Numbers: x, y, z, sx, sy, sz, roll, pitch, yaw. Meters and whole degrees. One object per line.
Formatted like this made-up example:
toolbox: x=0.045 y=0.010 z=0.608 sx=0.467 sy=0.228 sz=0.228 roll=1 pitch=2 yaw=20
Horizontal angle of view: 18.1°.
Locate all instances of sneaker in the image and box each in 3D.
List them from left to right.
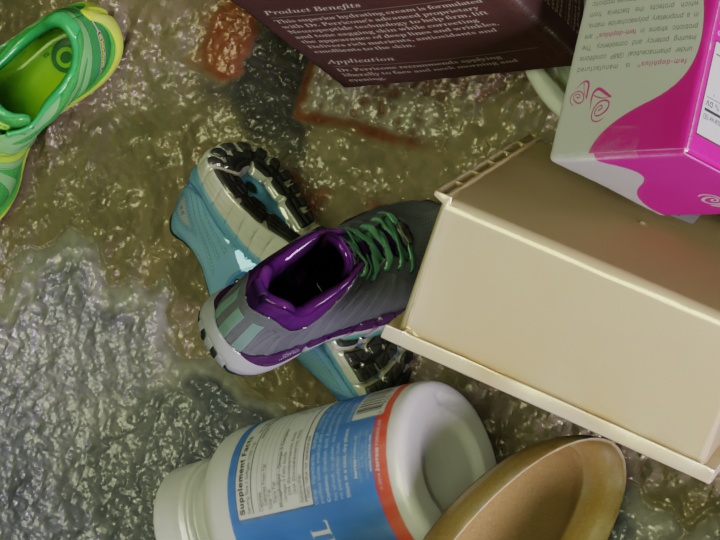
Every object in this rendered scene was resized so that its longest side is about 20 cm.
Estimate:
sneaker: x=-0.240 y=-0.099 z=1.481 sx=0.074 sy=0.084 sz=0.200 roll=41 pitch=100 yaw=13
sneaker: x=-0.046 y=0.016 z=1.439 sx=0.200 sy=0.078 sz=0.090 roll=53 pitch=128 yaw=6
sneaker: x=0.000 y=0.000 z=1.351 sx=0.074 sy=0.200 sz=0.088 roll=55 pitch=143 yaw=8

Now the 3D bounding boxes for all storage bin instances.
storage bin: x=0.149 y=0.011 z=1.309 sx=0.200 sy=0.199 sz=0.094 roll=23 pitch=112 yaw=16

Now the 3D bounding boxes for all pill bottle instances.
pill bottle: x=-0.025 y=0.141 z=1.386 sx=0.200 sy=0.112 sz=0.112 roll=-17 pitch=84 yaw=33

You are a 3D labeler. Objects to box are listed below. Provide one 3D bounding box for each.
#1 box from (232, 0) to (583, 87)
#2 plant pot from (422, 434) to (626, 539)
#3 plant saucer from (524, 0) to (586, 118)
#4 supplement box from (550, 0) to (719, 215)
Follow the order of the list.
box: x=0.025 y=-0.220 z=1.318 sx=0.166 sy=0.200 sz=0.164 roll=-3 pitch=73 yaw=26
plant pot: x=0.079 y=0.174 z=1.326 sx=0.027 sy=0.200 sz=0.200 roll=37 pitch=99 yaw=30
plant saucer: x=0.192 y=-0.160 z=1.357 sx=0.200 sy=0.050 sz=0.200 roll=-8 pitch=71 yaw=24
supplement box: x=0.191 y=-0.139 z=1.248 sx=0.101 sy=0.103 sz=0.200 roll=1 pitch=72 yaw=49
